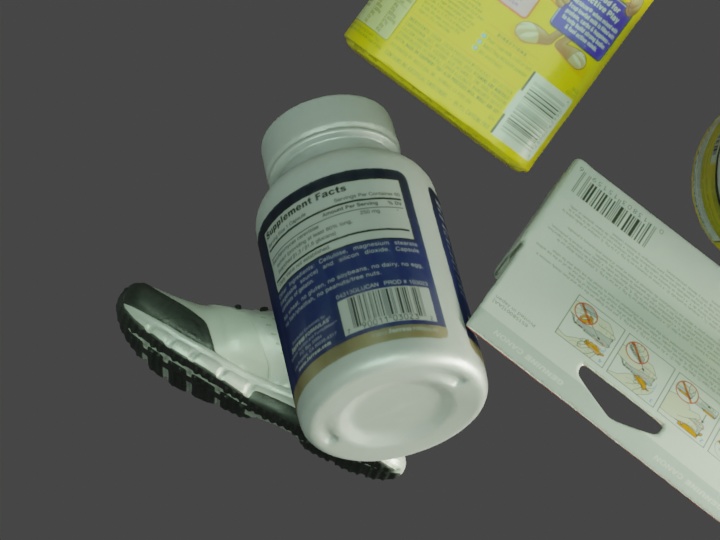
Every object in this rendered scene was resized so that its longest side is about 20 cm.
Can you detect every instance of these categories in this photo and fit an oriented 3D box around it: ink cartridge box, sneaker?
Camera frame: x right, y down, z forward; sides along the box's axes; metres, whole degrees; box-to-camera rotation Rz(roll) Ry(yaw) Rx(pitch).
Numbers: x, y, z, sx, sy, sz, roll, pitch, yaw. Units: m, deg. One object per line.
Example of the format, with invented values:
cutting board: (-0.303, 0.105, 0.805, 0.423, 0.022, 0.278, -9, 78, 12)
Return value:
ink cartridge box: (0.165, 0.050, 1.587, 0.200, 0.044, 0.174, 38, 47, 0)
sneaker: (-0.052, 0.052, 1.638, 0.199, 0.074, 0.080, 26, 75, -3)

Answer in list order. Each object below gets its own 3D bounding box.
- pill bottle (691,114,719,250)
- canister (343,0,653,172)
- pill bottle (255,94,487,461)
pill bottle: (0.251, -0.052, 1.560, 0.114, 0.200, 0.115, 0, 90, 1)
canister: (0.102, -0.178, 1.618, 0.148, 0.087, 0.200, 37, 92, 0)
pill bottle: (0.000, 0.000, 1.574, 0.111, 0.111, 0.201, -14, 56, 1)
